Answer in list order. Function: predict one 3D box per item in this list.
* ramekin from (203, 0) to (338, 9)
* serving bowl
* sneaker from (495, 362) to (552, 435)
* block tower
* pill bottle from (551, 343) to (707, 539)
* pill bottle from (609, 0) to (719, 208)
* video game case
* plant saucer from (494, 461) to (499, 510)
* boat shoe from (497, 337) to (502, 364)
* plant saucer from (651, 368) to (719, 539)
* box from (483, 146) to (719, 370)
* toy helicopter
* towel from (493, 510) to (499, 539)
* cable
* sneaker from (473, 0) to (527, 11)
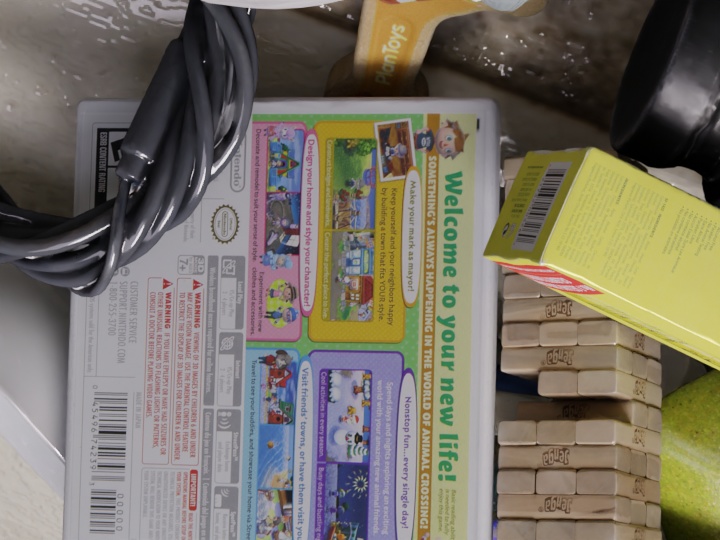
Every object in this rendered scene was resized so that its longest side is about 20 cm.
[{"bbox_3d":[-0.018,-0.189,0.659,0.201,0.094,0.204,1,94,15],"label":"ramekin"},{"bbox_3d":[-0.151,0.046,0.927,0.200,0.066,0.200,44,165,15],"label":"serving bowl"},{"bbox_3d":[0.000,0.000,0.860,0.199,0.112,0.077,17,174,6],"label":"sneaker"},{"bbox_3d":[0.092,0.055,0.803,0.058,0.201,0.054,-3,168,30],"label":"block tower"},{"bbox_3d":[0.160,0.120,0.931,0.111,0.111,0.200,-17,125,27],"label":"pill bottle"},{"bbox_3d":[0.206,-0.051,0.766,0.199,0.112,0.112,22,133,-5],"label":"pill bottle"},{"bbox_3d":[-0.033,0.028,0.812,0.181,0.201,0.022,1,176,10],"label":"video game case"},{"bbox_3d":[0.006,0.106,0.963,0.199,0.028,0.200,13,162,4],"label":"plant saucer"},{"bbox_3d":[-0.028,0.028,0.930,0.199,0.076,0.074,20,160,0],"label":"boat shoe"},{"bbox_3d":[0.239,0.106,0.861,0.199,0.048,0.201,-28,120,-7],"label":"plant saucer"},{"bbox_3d":[0.152,0.015,0.750,0.199,0.050,0.075,26,176,-15],"label":"box"},{"bbox_3d":[0.010,-0.118,0.784,0.132,0.079,0.200,10,146,-4],"label":"toy helicopter"},{"bbox_3d":[0.109,0.167,0.892,0.199,0.023,0.144,11,140,36],"label":"towel"},{"bbox_3d":[-0.119,-0.090,0.804,0.162,0.051,0.201,-12,90,7],"label":"cable"},{"bbox_3d":[0.136,-0.116,0.669,0.121,0.200,0.084,56,166,-5],"label":"sneaker"}]
